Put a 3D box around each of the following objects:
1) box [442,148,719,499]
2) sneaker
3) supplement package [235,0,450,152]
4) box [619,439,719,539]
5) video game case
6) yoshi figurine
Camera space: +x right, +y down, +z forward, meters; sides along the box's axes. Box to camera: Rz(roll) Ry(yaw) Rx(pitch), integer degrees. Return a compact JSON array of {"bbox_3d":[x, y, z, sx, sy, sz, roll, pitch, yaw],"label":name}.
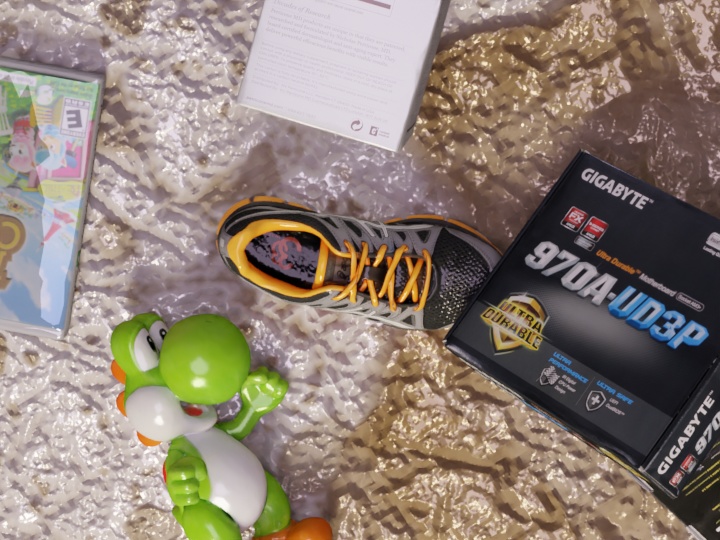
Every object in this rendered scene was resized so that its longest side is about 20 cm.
[{"bbox_3d":[0.166,0.029,1.516,0.159,0.200,0.046,-54,133,-3],"label":"box"},{"bbox_3d":[0.000,0.000,1.595,0.200,0.077,0.078,7,97,3],"label":"sneaker"},{"bbox_3d":[0.005,-0.189,1.547,0.109,0.114,0.200,17,99,3],"label":"supplement package"},{"bbox_3d":[0.263,0.079,1.555,0.200,0.049,0.160,-41,127,11],"label":"box"},{"bbox_3d":[-0.281,-0.059,1.644,0.200,0.022,0.182,10,100,5],"label":"video game case"},{"bbox_3d":[-0.091,0.112,1.613,0.112,0.112,0.200,-29,92,-3],"label":"yoshi figurine"}]
